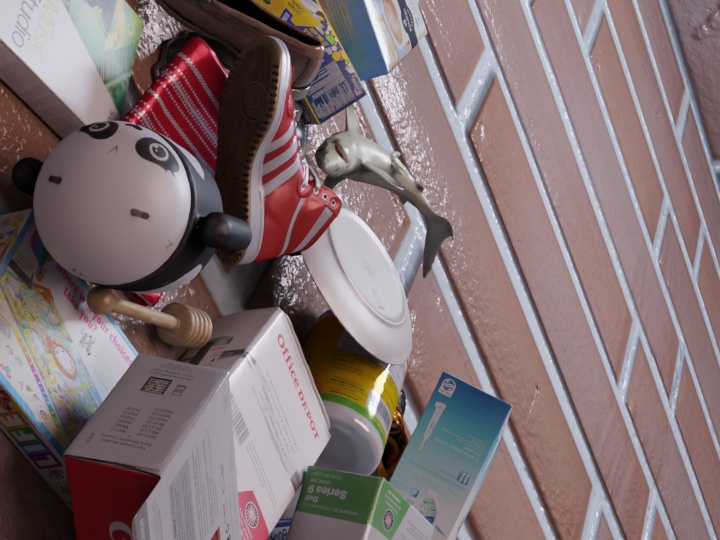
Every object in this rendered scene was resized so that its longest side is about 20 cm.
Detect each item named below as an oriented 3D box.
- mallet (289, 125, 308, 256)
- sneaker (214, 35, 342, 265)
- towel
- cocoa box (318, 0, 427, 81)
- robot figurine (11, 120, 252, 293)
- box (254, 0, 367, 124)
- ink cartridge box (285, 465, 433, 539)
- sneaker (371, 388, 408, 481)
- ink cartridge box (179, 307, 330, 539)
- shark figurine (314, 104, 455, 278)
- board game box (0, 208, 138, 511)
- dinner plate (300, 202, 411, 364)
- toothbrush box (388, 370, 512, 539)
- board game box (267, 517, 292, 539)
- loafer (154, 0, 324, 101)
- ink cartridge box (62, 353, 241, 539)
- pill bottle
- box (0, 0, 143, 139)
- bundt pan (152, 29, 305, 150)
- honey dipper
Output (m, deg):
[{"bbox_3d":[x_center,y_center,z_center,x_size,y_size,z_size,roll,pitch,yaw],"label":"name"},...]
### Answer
[{"bbox_3d":[-0.065,-0.115,1.502,0.066,0.040,0.202,98,-4,-58],"label":"mallet"},{"bbox_3d":[-0.067,-0.106,1.267,0.111,0.071,0.203,-6,113,-43],"label":"sneaker"},{"bbox_3d":[-0.163,-0.084,1.237,0.201,0.022,0.145,-55,136,-22],"label":"towel"},{"bbox_3d":[-0.035,-0.310,1.538,0.131,0.132,0.202,-52,126,-55],"label":"cocoa box"},{"bbox_3d":[-0.173,-0.048,1.095,0.200,0.149,0.126,27,40,-82],"label":"robot figurine"},{"bbox_3d":[-0.075,-0.250,1.452,0.064,0.070,0.202,-32,105,-14],"label":"box"},{"bbox_3d":[-0.016,0.301,1.304,0.146,0.086,0.203,51,49,-55],"label":"ink cartridge box"},{"bbox_3d":[0.019,0.183,1.541,0.079,0.076,0.200,67,28,-21],"label":"sneaker"},{"bbox_3d":[-0.114,0.145,1.278,0.200,0.084,0.147,-51,127,-55],"label":"ink cartridge box"},{"bbox_3d":[0.009,-0.089,1.519,0.214,0.089,0.129,34,31,-37],"label":"shark figurine"},{"bbox_3d":[-0.238,0.073,1.110,0.201,0.034,0.135,60,33,-35],"label":"board game box"},{"bbox_3d":[0.000,0.000,1.426,0.200,0.024,0.202,47,25,-30],"label":"dinner plate"},{"bbox_3d":[0.077,0.229,1.498,0.202,0.084,0.147,-61,169,-20],"label":"toothbrush box"},{"bbox_3d":[-0.070,0.306,1.363,0.199,0.034,0.138,14,69,-63],"label":"board game box"},{"bbox_3d":[-0.116,-0.241,1.318,0.199,0.063,0.072,39,37,3],"label":"loafer"},{"bbox_3d":[-0.162,0.199,1.093,0.176,0.083,0.203,-59,153,-54],"label":"ink cartridge box"},{"bbox_3d":[-0.011,0.108,1.468,0.112,0.110,0.201,61,32,-33],"label":"pill bottle"},{"bbox_3d":[-0.257,-0.208,1.168,0.200,0.036,0.146,50,40,-48],"label":"box"},{"bbox_3d":[-0.117,-0.140,1.382,0.201,0.075,0.205,30,56,-57],"label":"bundt pan"},{"bbox_3d":[-0.179,0.036,1.198,0.200,0.037,0.039,32,52,-70],"label":"honey dipper"}]
